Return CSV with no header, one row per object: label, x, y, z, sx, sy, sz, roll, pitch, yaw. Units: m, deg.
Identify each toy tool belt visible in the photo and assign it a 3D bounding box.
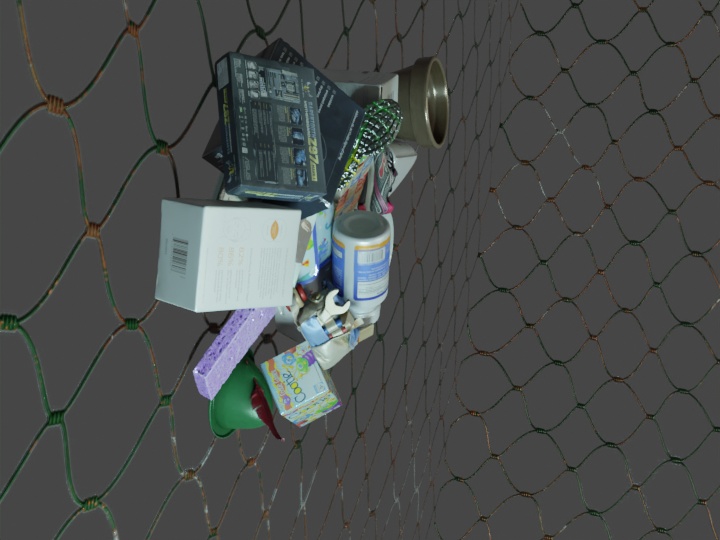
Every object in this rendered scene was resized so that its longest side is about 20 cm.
toy tool belt,-0.057,0.077,1.643,0.202,0.121,0.126,62,0,-40

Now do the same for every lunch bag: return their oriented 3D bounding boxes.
lunch bag,-0.129,-0.073,1.640,0.200,0.125,0.174,-39,134,-49

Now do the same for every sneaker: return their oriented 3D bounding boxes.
sneaker,0.043,-0.217,1.867,0.081,0.073,0.205,-41,139,-76
sneaker,-0.009,-0.227,1.582,0.200,0.078,0.085,-43,-163,7

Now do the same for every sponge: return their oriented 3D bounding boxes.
sponge,-0.209,0.116,1.517,0.202,0.029,0.112,-56,167,-25

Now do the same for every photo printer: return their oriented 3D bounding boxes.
photo printer,0.049,-0.221,2.067,0.167,0.069,0.200,-52,170,19

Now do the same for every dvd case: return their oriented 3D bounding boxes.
dvd case,-0.167,-0.073,1.501,0.198,0.022,0.149,26,77,-36

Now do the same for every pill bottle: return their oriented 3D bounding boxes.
pill bottle,0.000,0.000,1.701,0.112,0.110,0.204,-55,153,-51

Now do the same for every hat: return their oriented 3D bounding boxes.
hat,-0.160,0.238,1.594,0.168,0.172,0.202,78,28,-47

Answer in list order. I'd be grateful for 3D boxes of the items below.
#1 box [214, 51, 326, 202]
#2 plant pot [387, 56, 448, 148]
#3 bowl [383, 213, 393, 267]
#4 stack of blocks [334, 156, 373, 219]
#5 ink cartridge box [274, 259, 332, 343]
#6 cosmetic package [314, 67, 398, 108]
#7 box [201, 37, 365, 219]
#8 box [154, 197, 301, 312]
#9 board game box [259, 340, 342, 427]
box,-0.132,-0.209,1.331,0.155,0.051,0.205,1,78,-40
plant pot,0.098,-0.375,2.049,0.200,0.171,0.206,-1,90,-69
bowl,0.005,-0.050,2.078,0.201,0.088,0.206,9,90,-72
stack of blocks,-0.048,-0.157,1.756,0.115,0.058,0.201,-44,169,-26
ink cartridge box,-0.078,0.032,1.791,0.199,0.083,0.149,-38,140,-39
cosmetic package,-0.037,-0.322,1.665,0.113,0.195,0.083,-49,145,-61
box,-0.120,-0.222,1.455,0.195,0.123,0.203,35,59,-27
box,-0.200,-0.026,1.373,0.198,0.105,0.156,-1,100,-50
board game box,-0.111,0.223,1.742,0.106,0.101,0.200,64,-1,17
